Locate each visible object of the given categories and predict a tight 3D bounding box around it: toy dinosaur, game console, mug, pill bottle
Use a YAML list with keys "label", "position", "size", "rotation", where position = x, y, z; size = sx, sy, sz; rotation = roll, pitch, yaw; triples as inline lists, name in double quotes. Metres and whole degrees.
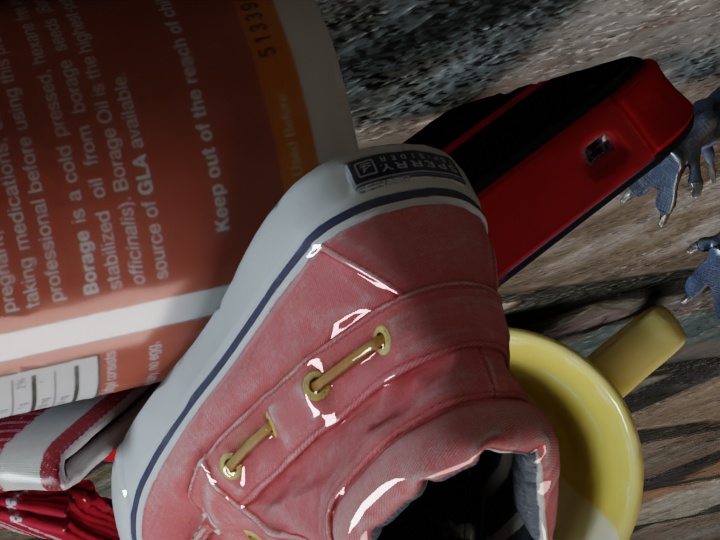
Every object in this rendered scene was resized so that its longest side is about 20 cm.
- label: "toy dinosaur"
  position: [0.182, -0.043, 1.093]
  size: [0.181, 0.105, 0.200]
  rotation: [-32, 167, -36]
- label: "game console"
  position: [0.000, 0.000, 0.924]
  size: [0.200, 0.031, 0.177]
  rotation: [-36, -171, -21]
- label: "mug"
  position: [0.086, 0.105, 1.524]
  size: [0.186, 0.150, 0.153]
  rotation: [-8, 176, -1]
- label: "pill bottle"
  position: [-0.106, -0.015, 0.778]
  size: [0.200, 0.112, 0.112]
  rotation: [-12, 168, -12]

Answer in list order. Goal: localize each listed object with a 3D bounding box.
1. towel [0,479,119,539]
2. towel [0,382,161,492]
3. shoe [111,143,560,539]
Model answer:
- label: "towel"
  position: [-0.189, 0.078, 1.130]
  size: [0.200, 0.023, 0.145]
  rotation: [13, 171, 7]
- label: "towel"
  position: [-0.131, 0.026, 0.881]
  size: [0.200, 0.023, 0.144]
  rotation: [-3, -154, 34]
- label: "shoe"
  position: [-0.010, 0.061, 0.754]
  size: [0.071, 0.091, 0.200]
  rotation: [-4, 147, -25]
